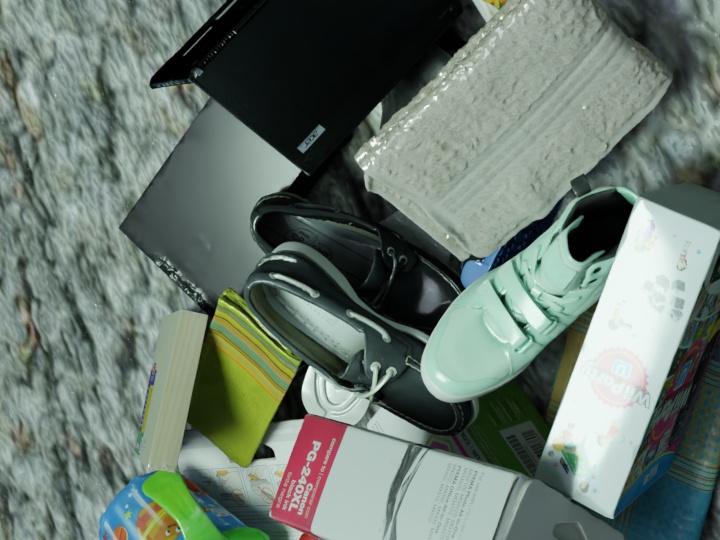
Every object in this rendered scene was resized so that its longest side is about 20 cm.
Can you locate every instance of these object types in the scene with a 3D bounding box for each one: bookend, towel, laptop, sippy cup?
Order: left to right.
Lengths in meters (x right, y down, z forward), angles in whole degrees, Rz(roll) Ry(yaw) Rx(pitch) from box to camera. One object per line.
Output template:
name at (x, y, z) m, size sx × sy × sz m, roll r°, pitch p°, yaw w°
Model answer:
sippy cup at (-0.164, 0.253, 1.291) m, size 0.130 × 0.139 × 0.179 m, roll 41°, pitch 113°, yaw 34°
towel at (-0.106, 0.098, 1.220) m, size 0.086 × 0.018 × 0.200 m, roll 41°, pitch 143°, yaw 10°
bookend at (-0.064, -0.049, 1.207) m, size 0.199 × 0.092 × 0.200 m, roll 42°, pitch 114°, yaw 8°
laptop at (-0.048, -0.172, 1.103) m, size 0.103 × 0.177 × 0.200 m, roll 47°, pitch 167°, yaw -19°
towel at (0.103, -0.101, 0.987) m, size 0.200 × 0.132 × 0.035 m, roll -45°, pitch 31°, yaw 17°
towel at (0.209, 0.111, 1.086) m, size 0.146 × 0.022 × 0.202 m, roll 24°, pitch 115°, yaw 31°

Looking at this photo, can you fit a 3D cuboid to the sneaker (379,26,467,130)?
sneaker at (0.058, -0.127, 1.107) m, size 0.090 × 0.076 × 0.202 m, roll -16°, pitch 94°, yaw 33°

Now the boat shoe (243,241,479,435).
boat shoe at (-0.003, 0.062, 1.067) m, size 0.199 × 0.060 × 0.076 m, roll 35°, pitch 124°, yaw 5°

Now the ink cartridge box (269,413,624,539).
ink cartridge box at (0.059, 0.178, 1.001) m, size 0.199 × 0.145 × 0.084 m, roll 11°, pitch 73°, yaw 44°

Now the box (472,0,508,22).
box at (0.090, -0.220, 1.040) m, size 0.038 × 0.041 × 0.201 m, roll -29°, pitch 66°, yaw 2°

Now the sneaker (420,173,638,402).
sneaker at (0.117, 0.010, 1.000) m, size 0.200 × 0.118 × 0.074 m, roll -40°, pitch 74°, yaw 0°

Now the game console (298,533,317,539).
game console at (0.065, 0.285, 1.174) m, size 0.199 × 0.118 × 0.174 m, roll 5°, pitch 108°, yaw 36°

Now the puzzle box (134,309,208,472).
puzzle box at (-0.169, 0.104, 1.267) m, size 0.200 × 0.025 × 0.134 m, roll 164°, pitch 117°, yaw -77°

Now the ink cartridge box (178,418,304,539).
ink cartridge box at (-0.074, 0.219, 1.316) m, size 0.199 × 0.045 × 0.178 m, roll -9°, pitch 97°, yaw 38°

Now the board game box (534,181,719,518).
board game box at (0.198, 0.048, 0.970) m, size 0.064 × 0.147 × 0.202 m, roll 24°, pitch 107°, yaw 22°

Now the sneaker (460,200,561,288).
sneaker at (0.111, -0.077, 1.083) m, size 0.078 × 0.070 × 0.201 m, roll 35°, pitch 114°, yaw 28°

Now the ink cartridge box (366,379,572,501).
ink cartridge box at (0.066, 0.176, 1.161) m, size 0.148 × 0.075 × 0.200 m, roll 55°, pitch 130°, yaw 24°

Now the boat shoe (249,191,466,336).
boat shoe at (0.001, -0.002, 1.108) m, size 0.199 × 0.066 × 0.075 m, roll 33°, pitch 95°, yaw 6°

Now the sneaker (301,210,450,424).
sneaker at (0.015, 0.031, 1.181) m, size 0.076 × 0.080 × 0.201 m, roll 32°, pitch 100°, yaw 9°
